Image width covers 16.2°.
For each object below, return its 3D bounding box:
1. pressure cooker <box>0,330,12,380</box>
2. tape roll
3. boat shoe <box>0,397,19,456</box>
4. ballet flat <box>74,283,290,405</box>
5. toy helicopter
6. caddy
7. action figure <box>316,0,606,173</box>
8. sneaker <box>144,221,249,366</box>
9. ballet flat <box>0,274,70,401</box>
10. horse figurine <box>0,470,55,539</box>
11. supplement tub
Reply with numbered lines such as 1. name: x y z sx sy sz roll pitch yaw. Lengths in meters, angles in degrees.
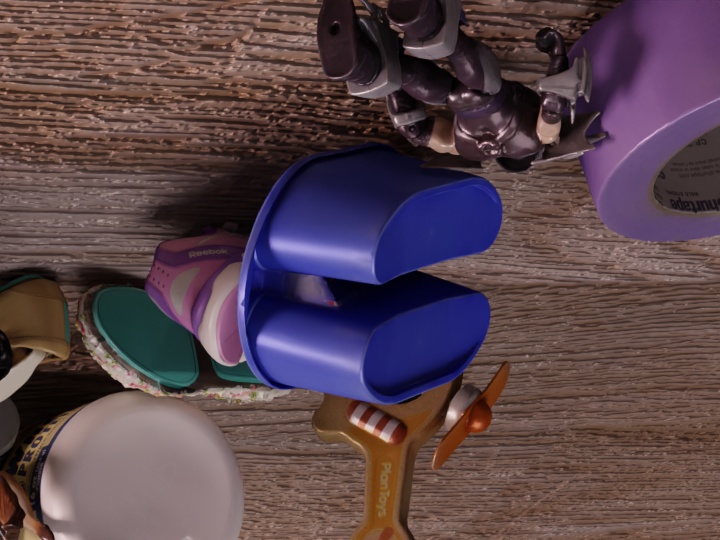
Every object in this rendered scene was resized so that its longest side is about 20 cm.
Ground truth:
1. pressure cooker: -0.302 0.062 1.471 0.200 0.176 0.179 -8 125 -13
2. tape roll: 0.221 -0.101 1.490 0.200 0.085 0.200 -14 157 -6
3. boat shoe: -0.318 0.149 1.683 0.200 0.071 0.091 -28 168 -38
4. ballet flat: -0.124 0.058 1.675 0.064 0.076 0.200 -23 152 37
5. toy helicopter: 0.031 0.118 1.724 0.132 0.200 0.079 0 157 11
6. caddy: 0.000 0.000 1.505 0.105 0.141 0.200 12 -166 28
7. action figure: 0.059 -0.106 1.413 0.130 0.069 0.200 -16 151 25
8. sneaker: -0.065 0.005 1.598 0.200 0.088 0.081 -5 116 -61
9. ballet flat: -0.271 0.070 1.610 0.200 0.063 0.069 -28 156 17
10. horse figurine: -0.242 0.188 1.664 0.050 0.133 0.200 -22 152 -30
11. supplement tub: -0.181 0.165 1.743 0.144 0.144 0.200 1 169 -28
